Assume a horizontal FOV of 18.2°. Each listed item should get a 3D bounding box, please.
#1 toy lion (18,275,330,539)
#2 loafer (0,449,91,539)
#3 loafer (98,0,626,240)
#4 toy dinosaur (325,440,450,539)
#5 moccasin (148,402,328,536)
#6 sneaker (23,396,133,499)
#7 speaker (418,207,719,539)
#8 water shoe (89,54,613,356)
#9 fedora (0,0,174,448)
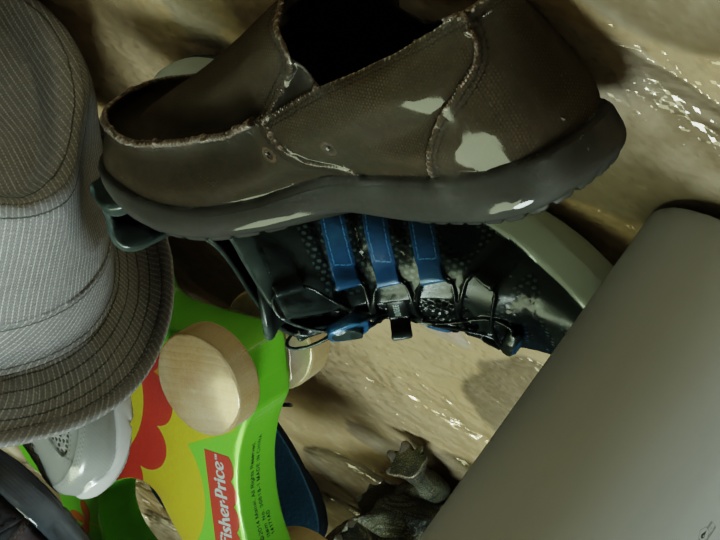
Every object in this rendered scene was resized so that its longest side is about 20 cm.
[{"bbox_3d":[-0.103,0.066,1.012,0.191,0.069,0.201,13,120,35],"label":"toy lion"},{"bbox_3d":[-0.137,0.157,1.006,0.072,0.063,0.200,32,158,39],"label":"loafer"},{"bbox_3d":[-0.009,-0.057,0.684,0.200,0.073,0.072,-2,116,42],"label":"loafer"},{"bbox_3d":[0.053,0.138,1.075,0.199,0.077,0.102,16,169,29],"label":"toy dinosaur"},{"bbox_3d":[-0.085,0.059,1.088,0.200,0.080,0.068,50,-170,5],"label":"moccasin"},{"bbox_3d":[-0.170,0.016,0.955,0.200,0.082,0.075,56,136,16],"label":"sneaker"},{"bbox_3d":[0.068,0.080,0.680,0.081,0.200,0.081,34,165,10],"label":"speaker"},{"bbox_3d":[0.000,0.000,0.777,0.200,0.079,0.072,27,161,18],"label":"water shoe"},{"bbox_3d":[-0.150,-0.040,0.821,0.200,0.176,0.090,64,148,35],"label":"fedora"}]
